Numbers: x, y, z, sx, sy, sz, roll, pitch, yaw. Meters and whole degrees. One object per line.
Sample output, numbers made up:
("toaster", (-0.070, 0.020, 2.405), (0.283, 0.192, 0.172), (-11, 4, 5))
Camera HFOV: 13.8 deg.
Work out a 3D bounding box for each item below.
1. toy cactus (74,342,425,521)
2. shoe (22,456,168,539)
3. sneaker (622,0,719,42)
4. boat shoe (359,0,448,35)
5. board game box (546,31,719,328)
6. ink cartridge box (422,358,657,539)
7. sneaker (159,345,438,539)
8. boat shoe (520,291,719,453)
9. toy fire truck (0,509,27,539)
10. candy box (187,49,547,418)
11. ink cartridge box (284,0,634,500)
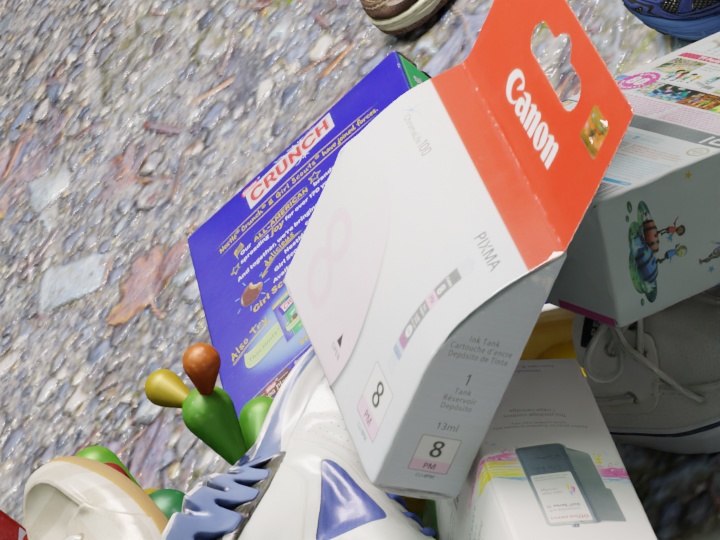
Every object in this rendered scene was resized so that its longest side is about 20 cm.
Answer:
("toy cactus", (-0.045, 0.123, 1.448), (0.103, 0.198, 0.166), (106, 171, -48))
("shoe", (-0.110, 0.158, 1.382), (0.200, 0.053, 0.070), (49, 122, 36))
("sneaker", (0.204, -0.176, 1.522), (0.199, 0.078, 0.076), (-14, 44, 45))
("boat shoe", (0.051, -0.241, 1.801), (0.075, 0.075, 0.203), (11, 65, 56))
("board game box", (0.154, -0.050, 1.365), (0.199, 0.065, 0.147), (-24, 22, -23))
("ink cartridge box", (0.081, 0.141, 1.290), (0.200, 0.067, 0.118), (-109, 22, -56))
("sneaker", (-0.005, 0.115, 1.343), (0.200, 0.115, 0.081), (-50, -21, -48))
("boat shoe", (0.125, 0.032, 1.387), (0.201, 0.086, 0.075), (-4, 53, 52))
("toy fire truck", (-0.222, 0.188, 1.593), (0.112, 0.168, 0.201), (-34, 33, 25))
("candy box", (0.000, 0.000, 1.599), (0.169, 0.077, 0.200), (-42, 32, 16))
("ink cartridge box", (0.037, -0.028, 1.298), (0.163, 0.057, 0.201), (-115, 38, -53))
